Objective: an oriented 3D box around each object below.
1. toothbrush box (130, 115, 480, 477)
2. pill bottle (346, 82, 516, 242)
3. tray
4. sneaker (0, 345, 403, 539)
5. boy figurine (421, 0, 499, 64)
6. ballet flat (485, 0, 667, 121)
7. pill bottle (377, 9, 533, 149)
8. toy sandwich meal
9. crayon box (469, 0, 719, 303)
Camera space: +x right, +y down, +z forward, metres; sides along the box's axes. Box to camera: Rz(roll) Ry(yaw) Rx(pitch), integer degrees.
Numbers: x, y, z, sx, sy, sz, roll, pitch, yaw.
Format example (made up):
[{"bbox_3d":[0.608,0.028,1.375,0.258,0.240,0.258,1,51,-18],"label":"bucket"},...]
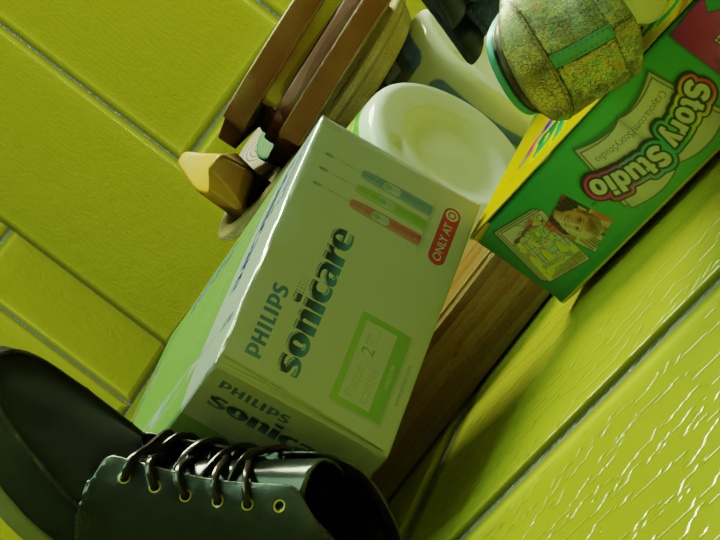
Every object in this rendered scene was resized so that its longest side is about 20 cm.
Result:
[{"bbox_3d":[-0.041,0.053,1.061,0.200,0.086,0.146,-54,11,49],"label":"toothbrush box"},{"bbox_3d":[0.000,0.000,1.340,0.200,0.111,0.111,-50,6,35],"label":"pill bottle"},{"bbox_3d":[0.021,0.062,1.160,0.200,0.037,0.099,-53,5,11],"label":"tray"},{"bbox_3d":[-0.069,0.081,0.947,0.106,0.200,0.075,-49,-4,32],"label":"sneaker"},{"bbox_3d":[0.113,-0.179,1.103,0.199,0.065,0.124,-35,-27,3],"label":"boy figurine"},{"bbox_3d":[0.096,-0.119,0.963,0.071,0.071,0.200,-51,9,26],"label":"ballet flat"},{"bbox_3d":[0.022,-0.049,1.454,0.200,0.114,0.114,-51,5,19],"label":"pill bottle"},{"bbox_3d":[-0.043,-0.105,1.407,0.206,0.070,0.205,-52,10,13],"label":"toy sandwich meal"},{"bbox_3d":[0.144,-0.104,1.026,0.200,0.058,0.173,-49,7,44],"label":"crayon box"}]
